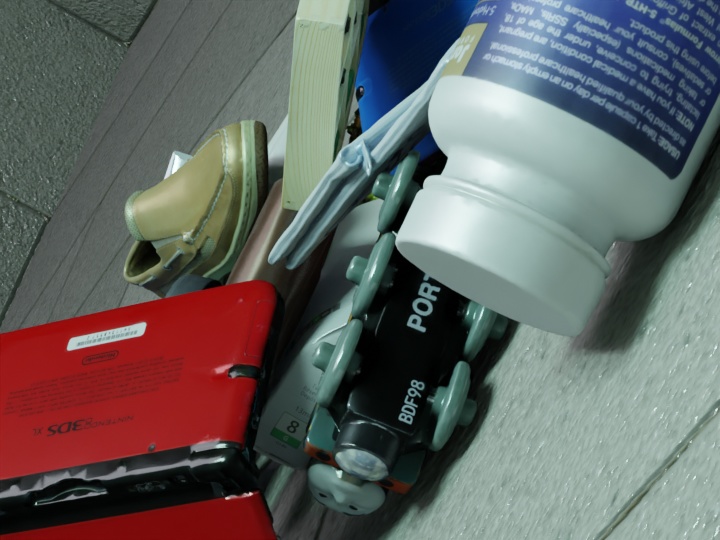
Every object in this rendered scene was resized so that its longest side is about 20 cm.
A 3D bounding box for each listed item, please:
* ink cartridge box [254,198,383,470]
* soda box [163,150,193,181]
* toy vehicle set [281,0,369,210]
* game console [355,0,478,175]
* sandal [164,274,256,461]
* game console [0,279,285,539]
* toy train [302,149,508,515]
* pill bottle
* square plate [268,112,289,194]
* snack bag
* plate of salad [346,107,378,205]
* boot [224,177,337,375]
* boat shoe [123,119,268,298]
[{"bbox_3d":[0.000,0.000,1.586,0.200,0.050,0.161,-58,11,25],"label":"ink cartridge box"},{"bbox_3d":[-0.092,-0.030,1.836,0.200,0.064,0.068,38,-110,-81],"label":"soda box"},{"bbox_3d":[-0.015,-0.140,1.493,0.200,0.026,0.124,-79,-4,-52],"label":"toy vehicle set"},{"bbox_3d":[0.090,-0.157,1.580,0.200,0.118,0.171,-32,62,54],"label":"game console"},{"bbox_3d":[-0.091,0.094,1.597,0.076,0.043,0.200,-58,-25,-43],"label":"sandal"},{"bbox_3d":[-0.113,0.117,1.357,0.200,0.119,0.172,-12,48,29],"label":"game console"},{"bbox_3d":[0.025,0.029,1.332,0.114,0.085,0.200,113,177,-59],"label":"toy train"},{"bbox_3d":[0.099,-0.080,1.143,0.200,0.120,0.120,-63,11,-9],"label":"pill bottle"},{"bbox_3d":[-0.051,-0.037,1.744,0.200,0.028,0.198,-63,-10,-57],"label":"square plate"},{"bbox_3d":[0.043,-0.100,1.385,0.189,0.021,0.200,-46,-2,-40],"label":"snack bag"},{"bbox_3d":[0.022,-0.104,1.737,0.200,0.048,0.200,-57,12,20],"label":"plate of salad"},{"bbox_3d":[-0.069,0.018,1.487,0.200,0.064,0.186,-61,-10,-16],"label":"boot"},{"bbox_3d":[-0.107,-0.031,1.625,0.200,0.076,0.072,117,158,-57],"label":"boat shoe"}]
